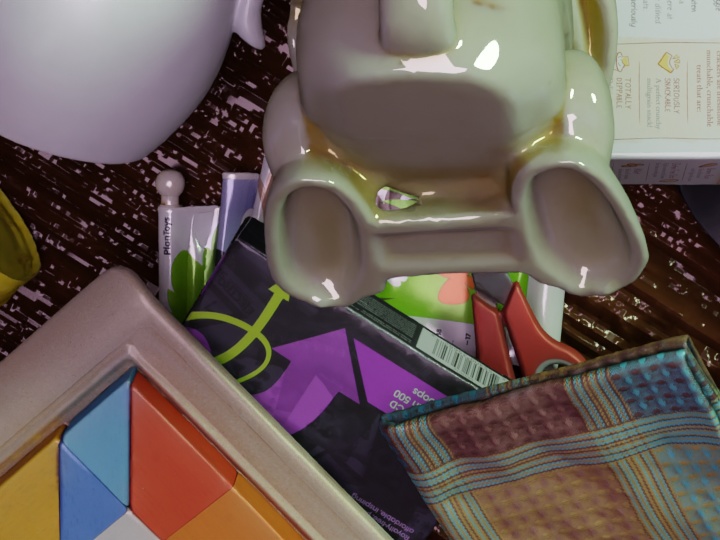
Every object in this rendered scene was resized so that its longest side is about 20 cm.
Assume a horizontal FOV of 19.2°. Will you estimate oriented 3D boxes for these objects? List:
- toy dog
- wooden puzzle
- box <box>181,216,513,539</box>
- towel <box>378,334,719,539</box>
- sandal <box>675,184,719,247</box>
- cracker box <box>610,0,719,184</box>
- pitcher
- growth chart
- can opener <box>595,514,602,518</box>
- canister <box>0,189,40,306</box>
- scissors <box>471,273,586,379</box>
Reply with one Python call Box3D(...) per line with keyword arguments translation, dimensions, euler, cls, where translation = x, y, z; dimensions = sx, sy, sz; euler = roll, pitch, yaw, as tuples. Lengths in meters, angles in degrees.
Box3D(translation=(0.023, -0.110, 0.791), dimensions=(0.139, 0.200, 0.194), euler=(-9, 141, 18), cls="toy dog")
Box3D(translation=(-0.102, 0.125, 0.932), dimensions=(0.185, 0.037, 0.200), euler=(-40, 97, 20), cls="wooden puzzle")
Box3D(translation=(-0.041, 0.096, 0.950), dimensions=(0.143, 0.036, 0.200), euler=(31, 112, -2), cls="box")
Box3D(translation=(0.114, 0.119, 0.906), dimensions=(0.146, 0.022, 0.200), euler=(-17, 124, 25), cls="towel")
Box3D(translation=(0.229, -0.007, 0.925), dimensions=(0.200, 0.043, 0.076), euler=(33, 100, 0), cls="sandal")
Box3D(translation=(0.107, -0.106, 0.899), dimensions=(0.199, 0.058, 0.134), euler=(1, 80, 6), cls="cracker box")
Box3D(translation=(-0.078, -0.143, 0.889), dimensions=(0.171, 0.121, 0.200), euler=(20, 108, 2), cls="pitcher")
Box3D(translation=(0.000, 0.000, 0.961), dimensions=(0.199, 0.018, 0.145), euler=(-4, 98, 4), cls="growth chart")
Box3D(translation=(0.190, 0.084, 0.922), dimensions=(0.199, 0.079, 0.064), euler=(2, 60, 8), cls="can opener")
Box3D(translation=(-0.267, 0.002, 0.953), dimensions=(0.200, 0.087, 0.149), euler=(-36, 93, 11), cls="canister")
Box3D(translation=(0.065, 0.005, 0.944), dimensions=(0.073, 0.014, 0.201), euler=(-6, 96, 9), cls="scissors")
